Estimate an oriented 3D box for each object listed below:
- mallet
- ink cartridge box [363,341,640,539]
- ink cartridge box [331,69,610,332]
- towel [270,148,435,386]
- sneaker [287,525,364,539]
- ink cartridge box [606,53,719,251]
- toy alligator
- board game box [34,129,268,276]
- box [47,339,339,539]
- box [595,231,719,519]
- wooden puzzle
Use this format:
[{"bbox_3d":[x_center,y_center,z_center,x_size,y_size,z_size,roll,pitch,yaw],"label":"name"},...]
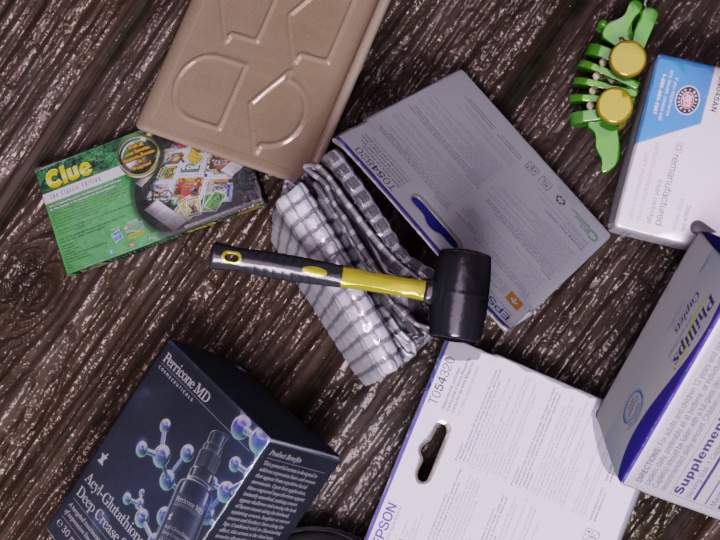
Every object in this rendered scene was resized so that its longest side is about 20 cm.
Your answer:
[{"bbox_3d":[-0.004,-0.004,0.787,0.198,0.041,0.066,17,85,-3],"label":"mallet"},{"bbox_3d":[0.129,0.183,0.956,0.199,0.043,0.198,23,87,10],"label":"ink cartridge box"},{"bbox_3d":[0.087,-0.055,0.904,0.200,0.200,0.041,49,132,6],"label":"ink cartridge box"},{"bbox_3d":[0.000,0.000,0.906,0.085,0.200,0.166,-32,84,-9],"label":"towel"},{"bbox_3d":[0.005,0.278,0.941,0.199,0.082,0.074,22,100,7],"label":"sneaker"},{"bbox_3d":[0.317,-0.079,0.915,0.198,0.084,0.146,14,93,8],"label":"ink cartridge box"},{"bbox_3d":[0.213,-0.183,0.945,0.054,0.059,0.202,15,92,9],"label":"toy alligator"},{"bbox_3d":[-0.192,-0.076,1.026,0.198,0.023,0.106,-19,88,8],"label":"board game box"},{"bbox_3d":[-0.142,0.188,0.947,0.148,0.107,0.201,36,95,36],"label":"box"},{"bbox_3d":[0.313,0.095,0.855,0.198,0.105,0.185,21,112,-9],"label":"box"},{"bbox_3d":[-0.081,-0.179,0.976,0.199,0.046,0.187,20,82,27],"label":"wooden puzzle"}]
